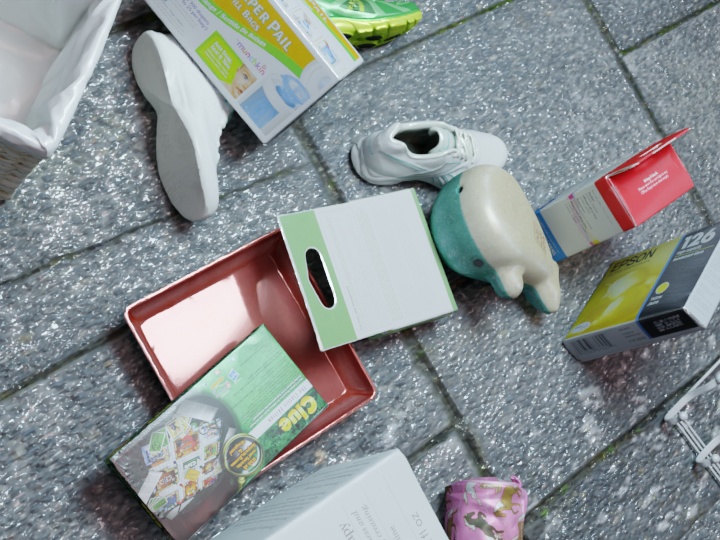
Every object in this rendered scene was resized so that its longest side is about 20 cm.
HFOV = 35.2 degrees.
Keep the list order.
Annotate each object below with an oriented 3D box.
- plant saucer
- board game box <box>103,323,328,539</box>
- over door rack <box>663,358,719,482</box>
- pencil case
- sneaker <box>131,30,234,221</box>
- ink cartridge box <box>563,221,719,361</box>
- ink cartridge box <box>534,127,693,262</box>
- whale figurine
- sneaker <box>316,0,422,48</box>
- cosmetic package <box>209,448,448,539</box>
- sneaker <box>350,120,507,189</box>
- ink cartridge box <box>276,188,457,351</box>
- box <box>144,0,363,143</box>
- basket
[{"bbox_3d":[-0.109,0.086,1.116,0.199,0.037,0.200,-30,90,-33],"label":"plant saucer"},{"bbox_3d":[-0.129,0.150,1.050,0.200,0.023,0.105,-41,95,-31],"label":"board game box"},{"bbox_3d":[0.478,0.173,1.403,0.200,0.067,0.148,-41,98,-32],"label":"over door rack"},{"bbox_3d":[0.129,0.309,1.155,0.086,0.083,0.201,9,70,-26],"label":"pencil case"},{"bbox_3d":[-0.161,-0.148,1.142,0.088,0.075,0.200,-6,77,-43],"label":"sneaker"},{"bbox_3d":[0.349,0.006,1.304,0.047,0.198,0.200,43,58,-12],"label":"ink cartridge box"},{"bbox_3d":[0.292,-0.083,1.296,0.116,0.200,0.067,-32,92,-32],"label":"ink cartridge box"},{"bbox_3d":[0.152,-0.025,1.273,0.200,0.104,0.159,44,35,-37],"label":"whale figurine"},{"bbox_3d":[-0.017,-0.293,1.261,0.200,0.074,0.084,-7,82,-31],"label":"sneaker"},{"bbox_3d":[-0.036,0.288,1.018,0.200,0.166,0.168,-29,91,-32],"label":"cosmetic package"},{"bbox_3d":[0.093,-0.131,1.271,0.200,0.080,0.071,-4,76,-32],"label":"sneaker"},{"bbox_3d":[0.000,0.000,1.180,0.200,0.048,0.146,-14,83,-40],"label":"ink cartridge box"},{"bbox_3d":[-0.109,-0.248,1.153,0.200,0.112,0.101,49,24,-7],"label":"box"},{"bbox_3d":[-0.342,-0.200,0.997,0.198,0.161,0.200,26,65,-20],"label":"basket"}]
